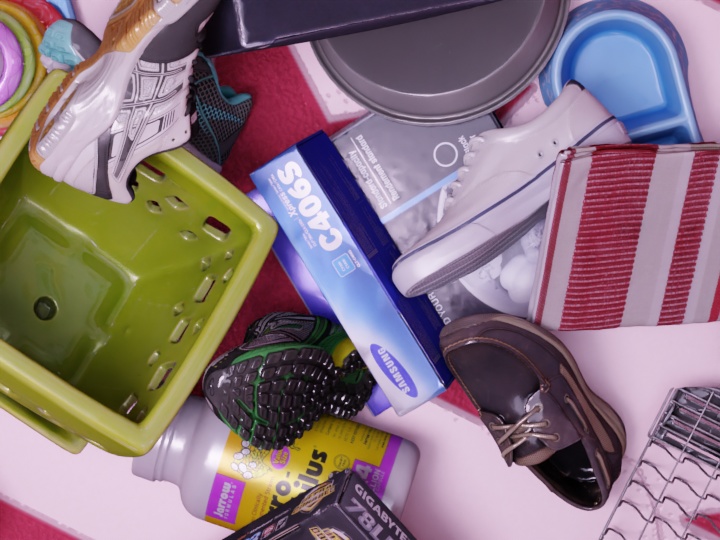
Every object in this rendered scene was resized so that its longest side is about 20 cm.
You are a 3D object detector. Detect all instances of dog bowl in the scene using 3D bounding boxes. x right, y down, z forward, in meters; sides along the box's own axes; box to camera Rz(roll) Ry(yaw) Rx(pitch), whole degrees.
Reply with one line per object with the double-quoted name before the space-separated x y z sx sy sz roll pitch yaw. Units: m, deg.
"dog bowl" 0.197 -0.099 1.666 0.111 0.050 0.201 -15 94 6

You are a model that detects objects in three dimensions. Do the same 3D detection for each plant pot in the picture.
"plant pot" -0.206 0.009 1.611 0.199 0.181 0.201 35 68 -14

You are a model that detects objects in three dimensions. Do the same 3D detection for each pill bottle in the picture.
"pill bottle" -0.063 0.146 1.680 0.199 0.104 0.105 18 96 3

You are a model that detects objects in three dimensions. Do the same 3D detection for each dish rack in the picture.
"dish rack" 0.251 0.189 1.685 0.153 0.055 0.201 27 95 0

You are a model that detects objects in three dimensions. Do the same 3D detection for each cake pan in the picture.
"cake pan" 0.051 -0.206 1.650 0.199 0.037 0.202 -2 81 11

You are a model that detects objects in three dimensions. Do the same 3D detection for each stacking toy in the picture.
"stacking toy" -0.267 -0.149 1.623 0.115 0.200 0.111 -12 94 5

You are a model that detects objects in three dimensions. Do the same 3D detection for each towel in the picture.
"towel" 0.218 -0.025 1.623 0.199 0.023 0.145 -3 120 -20

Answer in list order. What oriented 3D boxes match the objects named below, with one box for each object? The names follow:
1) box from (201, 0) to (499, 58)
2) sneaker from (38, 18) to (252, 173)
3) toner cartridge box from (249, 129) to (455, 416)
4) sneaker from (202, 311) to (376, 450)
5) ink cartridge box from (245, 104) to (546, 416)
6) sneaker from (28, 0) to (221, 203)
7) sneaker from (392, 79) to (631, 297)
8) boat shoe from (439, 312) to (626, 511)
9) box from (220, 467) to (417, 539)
"box" -0.021 -0.259 1.534 0.195 0.117 0.201 -12 95 -18
"sneaker" -0.150 -0.137 1.643 0.077 0.200 0.092 28 82 40
"toner cartridge box" 0.000 0.000 1.626 0.043 0.095 0.201 -31 92 16
"sneaker" -0.060 0.073 1.622 0.085 0.200 0.079 24 102 22
"ink cartridge box" 0.041 -0.022 1.689 0.199 0.043 0.199 -32 92 8
"sneaker" -0.131 -0.128 1.490 0.087 0.076 0.200 31 119 -21
"sneaker" 0.095 -0.058 1.615 0.200 0.073 0.071 -36 77 -12
"boat shoe" 0.128 0.102 1.628 0.074 0.074 0.200 -27 131 30
"box" -0.020 0.261 1.651 0.198 0.050 0.200 -33 109 31
